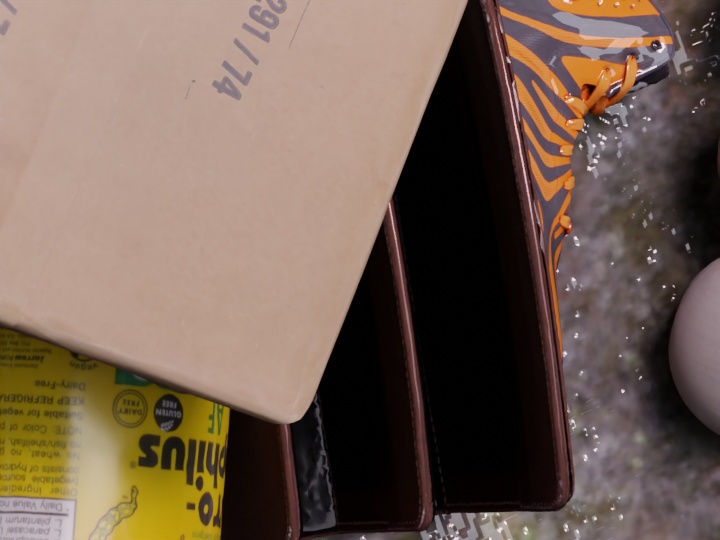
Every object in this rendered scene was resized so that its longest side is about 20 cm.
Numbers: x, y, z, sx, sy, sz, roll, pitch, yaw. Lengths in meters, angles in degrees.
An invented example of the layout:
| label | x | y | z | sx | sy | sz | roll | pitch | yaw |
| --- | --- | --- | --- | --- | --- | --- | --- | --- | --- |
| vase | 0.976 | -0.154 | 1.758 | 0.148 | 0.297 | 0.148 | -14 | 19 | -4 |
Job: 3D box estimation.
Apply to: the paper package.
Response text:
| label | x | y | z | sx | sy | sz | roll | pitch | yaw |
| --- | --- | --- | --- | --- | --- | --- | --- | --- | --- |
| paper package | -0.078 | -0.073 | 0.901 | 0.190 | 0.103 | 0.201 | 22 | 86 | -21 |

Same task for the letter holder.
| label | x | y | z | sx | sy | sz | roll | pitch | yaw |
| --- | --- | --- | --- | --- | --- | --- | --- | --- | --- |
| letter holder | 0.000 | 0.000 | 1.040 | 0.100 | 0.142 | 0.201 | -8 | 88 | -22 |

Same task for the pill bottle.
| label | x | y | z | sx | sy | sz | roll | pitch | yaw |
| --- | --- | --- | --- | --- | --- | --- | --- | --- | --- |
| pill bottle | -0.107 | 0.100 | 1.004 | 0.112 | 0.113 | 0.201 | 7 | 81 | -21 |

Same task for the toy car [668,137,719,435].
| label | x | y | z | sx | sy | sz | roll | pitch | yaw |
| --- | --- | --- | --- | --- | --- | --- | --- | --- | --- |
| toy car | 0.234 | 0.002 | 1.134 | 0.174 | 0.150 | 0.201 | 17 | 103 | 21 |

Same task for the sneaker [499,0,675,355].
| label | x | y | z | sx | sy | sz | roll | pitch | yaw |
| --- | --- | --- | --- | --- | --- | --- | --- | --- | --- |
| sneaker | 0.080 | -0.052 | 1.112 | 0.112 | 0.078 | 0.201 | -10 | 88 | -21 |
